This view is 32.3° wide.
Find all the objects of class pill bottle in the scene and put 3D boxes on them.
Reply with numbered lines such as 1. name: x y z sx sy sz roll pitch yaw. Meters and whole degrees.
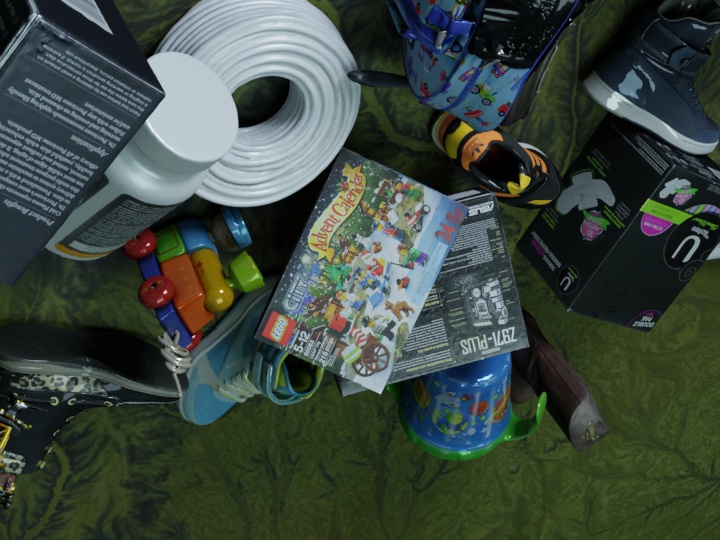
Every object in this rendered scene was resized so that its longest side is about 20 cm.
1. pill bottle: -0.194 -0.093 1.025 0.116 0.117 0.200 15 151 -38

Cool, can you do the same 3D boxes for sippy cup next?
1. sippy cup: 0.114 0.126 1.417 0.177 0.140 0.131 -8 142 -11

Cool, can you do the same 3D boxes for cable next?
1. cable: -0.098 -0.153 1.119 0.200 0.069 0.200 -36 136 3

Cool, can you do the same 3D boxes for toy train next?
1. toy train: -0.139 0.025 1.151 0.115 0.200 0.085 -27 136 -2

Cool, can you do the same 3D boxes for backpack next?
1. backpack: 0.093 -0.231 1.095 0.134 0.183 0.200 6 136 -23

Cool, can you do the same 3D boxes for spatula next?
1. spatula: 0.052 -0.169 1.171 0.200 0.056 0.021 7 100 -52

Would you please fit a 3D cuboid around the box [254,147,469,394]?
1. box: 0.000 0.000 1.196 0.136 0.038 0.201 24 95 -9

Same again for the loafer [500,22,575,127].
1. loafer: 0.175 -0.229 1.208 0.071 0.073 0.201 -3 128 -26

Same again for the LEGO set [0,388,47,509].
1. LEGO set: -0.394 0.134 1.163 0.199 0.116 0.154 21 147 -1

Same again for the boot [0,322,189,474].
1. boot: -0.292 0.136 1.258 0.203 0.074 0.154 13 122 -30

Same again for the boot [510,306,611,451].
1. boot: 0.226 0.156 1.478 0.064 0.200 0.187 -28 137 -10

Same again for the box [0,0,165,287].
1. box: -0.274 -0.134 0.939 0.197 0.200 0.124 -47 134 14

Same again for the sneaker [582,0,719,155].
1. sneaker: 0.351 -0.210 1.324 0.202 0.077 0.146 18 119 -38

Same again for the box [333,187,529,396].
1. box: 0.053 0.019 1.268 0.199 0.086 0.164 -15 98 -4

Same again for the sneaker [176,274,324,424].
1. sneaker: -0.113 0.114 1.297 0.079 0.131 0.200 19 116 -41

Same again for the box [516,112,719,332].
1. box: 0.305 -0.052 1.400 0.148 0.124 0.200 15 119 -37

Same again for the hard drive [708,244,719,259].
1. hard drive: 0.486 -0.077 1.554 0.199 0.026 0.132 -9 131 -24

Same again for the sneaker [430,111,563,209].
1. sneaker: 0.156 -0.099 1.298 0.070 0.090 0.200 -48 134 14
